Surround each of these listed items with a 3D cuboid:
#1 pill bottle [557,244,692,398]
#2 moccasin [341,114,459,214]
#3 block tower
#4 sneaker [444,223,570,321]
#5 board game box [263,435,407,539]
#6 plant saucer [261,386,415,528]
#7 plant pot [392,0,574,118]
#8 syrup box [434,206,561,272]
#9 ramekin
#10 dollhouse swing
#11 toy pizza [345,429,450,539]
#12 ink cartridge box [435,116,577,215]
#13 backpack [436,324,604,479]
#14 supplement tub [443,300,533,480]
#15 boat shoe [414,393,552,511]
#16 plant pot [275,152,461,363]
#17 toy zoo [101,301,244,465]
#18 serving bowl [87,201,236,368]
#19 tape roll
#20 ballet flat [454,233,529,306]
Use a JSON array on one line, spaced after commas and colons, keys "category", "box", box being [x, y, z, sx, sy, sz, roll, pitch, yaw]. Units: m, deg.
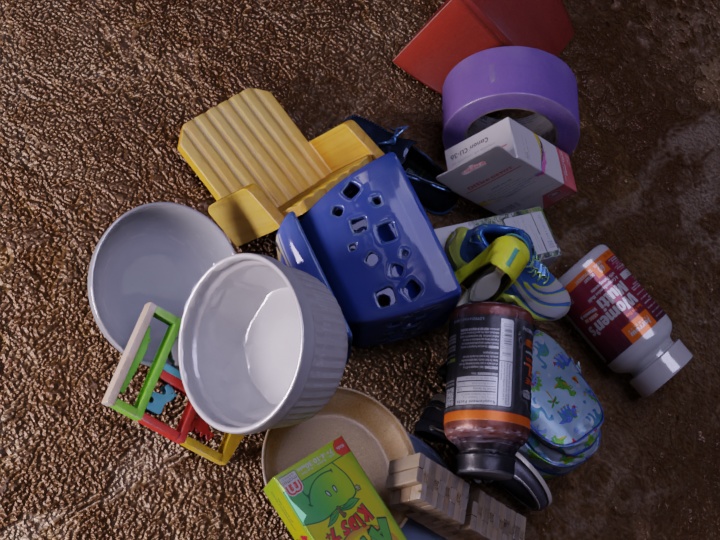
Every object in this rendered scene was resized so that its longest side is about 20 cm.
[{"category": "pill bottle", "box": [0.364, 0.072, 1.657, 0.109, 0.110, 0.201, -34, 78, -32]}, {"category": "moccasin", "box": [0.062, -0.165, 1.691, 0.198, 0.068, 0.081, 32, 56, -3]}, {"category": "block tower", "box": [0.115, 0.287, 1.420, 0.199, 0.057, 0.055, 35, 52, -31]}, {"category": "sneaker", "box": [0.208, 0.002, 1.548, 0.198, 0.105, 0.077, 26, 68, -16]}, {"category": "board game box", "box": [-0.012, 0.301, 1.338, 0.101, 0.048, 0.201, -26, 76, -31]}, {"category": "plant saucer", "box": [-0.027, 0.239, 1.415, 0.197, 0.036, 0.203, 10, 60, -17]}, {"category": "plant pot", "box": [0.202, -0.354, 1.786, 0.176, 0.199, 0.201, 43, 56, -7]}, {"category": "syrup box", "box": [0.171, -0.021, 1.647, 0.197, 0.082, 0.080, -13, 70, -26]}, {"category": "ramekin", "box": [-0.105, 0.086, 1.355, 0.104, 0.199, 0.203, 10, 55, -50]}, {"category": "dollhouse swing", "box": [-0.114, -0.163, 1.570, 0.199, 0.181, 0.177, -34, 99, -32]}, {"category": "toy pizza", "box": [0.033, 0.291, 1.453, 0.197, 0.032, 0.203, 10, 60, -18]}, {"category": "ink cartridge box", "box": [0.200, -0.144, 1.657, 0.199, 0.116, 0.068, 22, 51, -46]}, {"category": "backpack", "box": [0.223, 0.173, 1.540, 0.162, 0.153, 0.202, -22, 85, -37]}, {"category": "supplement tub", "box": [0.154, 0.146, 1.426, 0.105, 0.107, 0.203, 9, 73, -16]}, {"category": "boat shoe", "box": [0.153, 0.245, 1.504, 0.199, 0.073, 0.063, 41, 60, 8]}, {"category": "plant pot", "box": [0.000, 0.000, 1.489, 0.178, 0.200, 0.202, -25, 78, -9]}, {"category": "toy zoo", "box": [-0.195, 0.143, 1.413, 0.199, 0.020, 0.133, 33, 64, -24]}, {"category": "serving bowl", "box": [-0.246, 0.021, 1.453, 0.197, 0.066, 0.204, 5, 81, -31]}, {"category": "tape roll", "box": [0.215, -0.225, 1.705, 0.197, 0.200, 0.086, 11, 59, -15]}, {"category": "ballet flat", "box": [0.147, 0.025, 1.504, 0.066, 0.200, 0.067, 32, 52, -5]}]
